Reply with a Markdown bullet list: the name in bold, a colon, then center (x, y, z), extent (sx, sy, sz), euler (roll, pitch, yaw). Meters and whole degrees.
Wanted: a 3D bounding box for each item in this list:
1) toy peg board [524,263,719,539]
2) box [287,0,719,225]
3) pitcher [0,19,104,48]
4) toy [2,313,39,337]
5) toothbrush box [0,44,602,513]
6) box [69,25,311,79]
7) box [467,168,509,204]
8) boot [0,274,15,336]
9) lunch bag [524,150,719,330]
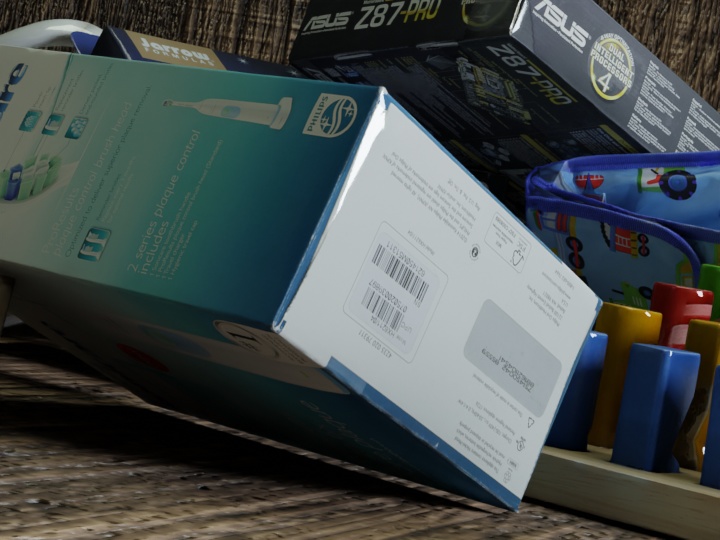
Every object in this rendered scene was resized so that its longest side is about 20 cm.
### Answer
- **toy peg board**: center (0.164, 0.051, 0.757), extent (0.199, 0.099, 0.198), euler (11, 1, 36)
- **box**: center (0.085, -0.078, 0.974), extent (0.199, 0.050, 0.160), euler (33, -19, -36)
- **pitcher**: center (-0.224, -0.061, 0.991), extent (0.198, 0.173, 0.121), euler (11, 23, -17)
- **toy**: center (-0.138, -0.001, 0.887), extent (0.114, 0.048, 0.200), euler (-18, -7, 9)
- **toothbrush box**: center (-0.040, -0.001, 0.684), extent (0.199, 0.086, 0.146), euler (13, -19, 42)
- **box**: center (-0.054, -0.057, 0.923), extent (0.120, 0.033, 0.201), euler (8, 34, -37)
- **box**: center (0.000, 0.000, 1.080), extent (0.140, 0.080, 0.200), euler (13, -16, 3)
- **boot**: center (-0.223, -0.002, 0.647), extent (0.198, 0.065, 0.186), euler (6, 16, -27)
- **lunch bag**: center (0.168, 0.018, 0.931), extent (0.198, 0.152, 0.094), euler (6, 43, 28)
